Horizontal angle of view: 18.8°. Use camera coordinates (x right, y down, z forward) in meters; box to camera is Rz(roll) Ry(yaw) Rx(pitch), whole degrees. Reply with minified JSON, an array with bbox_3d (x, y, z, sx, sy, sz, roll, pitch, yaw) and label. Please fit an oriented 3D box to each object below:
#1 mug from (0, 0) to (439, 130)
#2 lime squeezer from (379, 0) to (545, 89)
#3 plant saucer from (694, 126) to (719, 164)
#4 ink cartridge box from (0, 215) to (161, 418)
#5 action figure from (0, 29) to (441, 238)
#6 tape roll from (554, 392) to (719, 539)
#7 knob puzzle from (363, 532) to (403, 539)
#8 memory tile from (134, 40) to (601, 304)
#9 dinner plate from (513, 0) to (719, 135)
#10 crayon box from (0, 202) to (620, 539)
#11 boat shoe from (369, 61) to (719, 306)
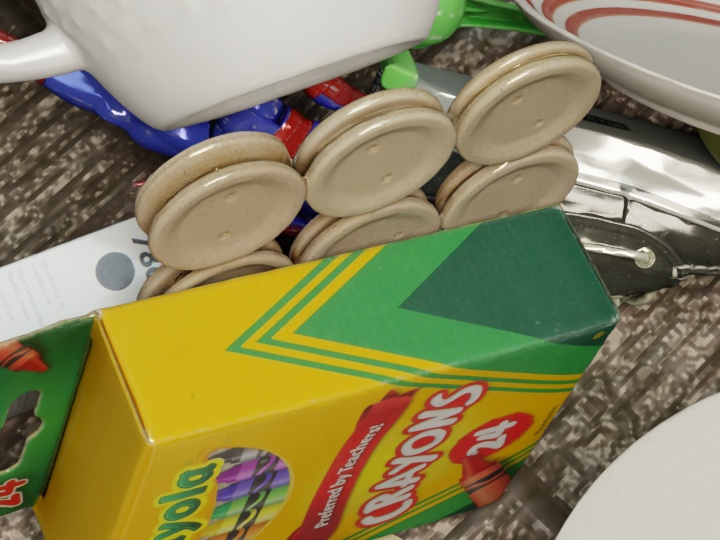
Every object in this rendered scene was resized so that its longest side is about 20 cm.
[{"bbox_3d":[-0.073,-0.130,0.653,0.199,0.148,0.176,-20,92,-4],"label":"mug"},{"bbox_3d":[0.029,-0.093,0.784,0.070,0.200,0.038,10,103,23],"label":"lime squeezer"},{"bbox_3d":[0.206,-0.036,0.785,0.199,0.200,0.031,13,109,-3],"label":"plant saucer"},{"bbox_3d":[-0.116,0.024,0.742,0.199,0.099,0.039,-20,81,-15],"label":"ink cartridge box"},{"bbox_3d":[-0.047,-0.051,0.745,0.200,0.052,0.066,27,100,-17],"label":"action figure"},{"bbox_3d":[0.146,0.130,0.644,0.202,0.037,0.204,-2,82,16],"label":"tape roll"},{"bbox_3d":[-0.027,0.155,0.726,0.219,0.031,0.220,10,46,-11],"label":"knob puzzle"},{"bbox_3d":[0.000,0.000,0.715,0.153,0.200,0.017,-21,64,-13],"label":"memory tile"},{"bbox_3d":[0.145,-0.067,0.748,0.199,0.200,0.024,11,109,-4],"label":"dinner plate"},{"bbox_3d":[-0.028,0.051,0.707,0.199,0.127,0.051,-13,62,-25],"label":"crayon box"},{"bbox_3d":[0.093,-0.022,0.811,0.199,0.071,0.064,16,105,-4],"label":"boat shoe"}]
